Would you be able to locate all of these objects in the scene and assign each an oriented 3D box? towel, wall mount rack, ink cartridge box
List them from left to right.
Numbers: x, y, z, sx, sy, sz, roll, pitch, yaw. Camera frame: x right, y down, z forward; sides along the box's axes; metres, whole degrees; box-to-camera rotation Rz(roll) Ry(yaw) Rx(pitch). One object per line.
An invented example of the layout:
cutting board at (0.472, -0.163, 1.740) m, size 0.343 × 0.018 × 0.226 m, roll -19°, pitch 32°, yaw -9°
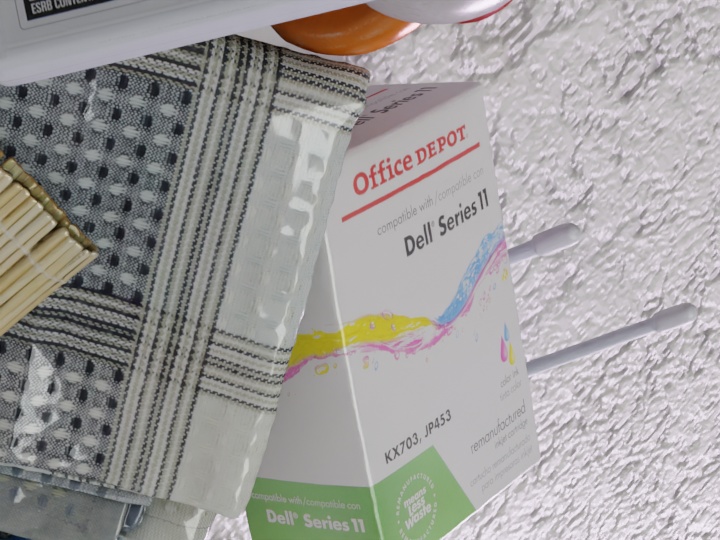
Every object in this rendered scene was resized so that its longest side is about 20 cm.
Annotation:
towel at (-0.113, 0.002, 0.689) m, size 0.191 × 0.035 × 0.201 m, roll 14°, pitch 113°, yaw -12°
ink cartridge box at (0.000, 0.000, 0.776) m, size 0.117 × 0.067 × 0.201 m, roll -31°, pitch 116°, yaw -49°
wall mount rack at (0.055, 0.055, 0.938) m, size 0.174 × 0.074 × 0.200 m, roll -56°, pitch 142°, yaw 4°

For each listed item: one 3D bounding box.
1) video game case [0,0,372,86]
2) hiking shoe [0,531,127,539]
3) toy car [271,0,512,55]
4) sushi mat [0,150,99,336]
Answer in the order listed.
video game case at (-0.024, -0.160, 0.573) m, size 0.199 × 0.183 × 0.022 m, roll -13°, pitch 168°, yaw 0°
hiking shoe at (-0.100, 0.044, 0.789) m, size 0.200 × 0.074 × 0.087 m, roll -53°, pitch 139°, yaw -17°
toy car at (0.031, -0.156, 0.677) m, size 0.200 × 0.175 × 0.150 m, roll -47°, pitch 144°, yaw -7°
sushi mat at (-0.186, 0.027, 0.665) m, size 0.200 × 0.012 × 0.096 m, roll -40°, pitch 122°, yaw 13°
